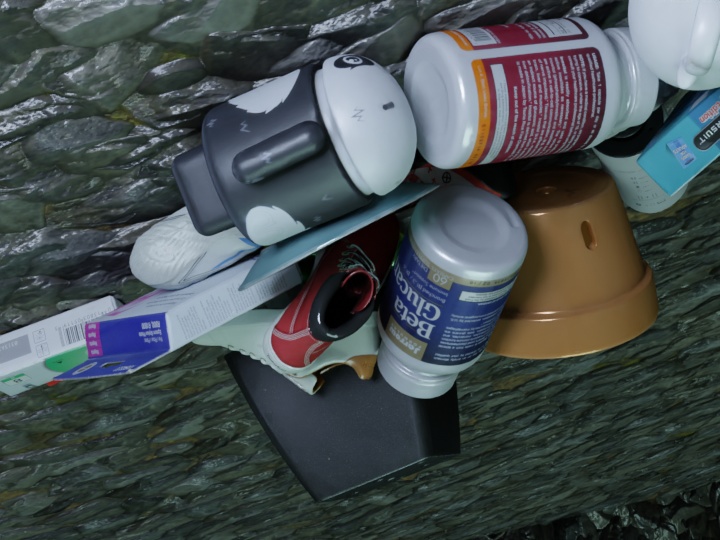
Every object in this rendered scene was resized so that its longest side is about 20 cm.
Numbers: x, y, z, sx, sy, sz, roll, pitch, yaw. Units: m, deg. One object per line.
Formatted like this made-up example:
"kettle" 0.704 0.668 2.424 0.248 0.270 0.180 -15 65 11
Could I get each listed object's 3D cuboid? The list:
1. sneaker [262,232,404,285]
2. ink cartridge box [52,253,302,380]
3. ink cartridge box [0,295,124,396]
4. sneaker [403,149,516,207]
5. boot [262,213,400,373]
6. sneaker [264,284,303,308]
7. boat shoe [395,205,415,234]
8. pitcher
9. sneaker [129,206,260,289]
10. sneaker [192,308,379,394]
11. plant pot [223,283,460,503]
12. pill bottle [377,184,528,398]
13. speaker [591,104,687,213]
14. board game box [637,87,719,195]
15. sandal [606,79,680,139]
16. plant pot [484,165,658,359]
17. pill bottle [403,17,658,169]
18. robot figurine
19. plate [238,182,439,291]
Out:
"sneaker" -0.021 -0.005 1.692 0.199 0.084 0.074 11 146 -37
"ink cartridge box" -0.182 0.042 1.606 0.199 0.044 0.196 -27 -171 -31
"ink cartridge box" -0.300 0.096 1.815 0.160 0.050 0.200 -20 159 7
"sneaker" 0.052 -0.088 1.592 0.108 0.068 0.200 -30 155 34
"boot" 0.000 0.000 1.563 0.201 0.072 0.144 -56 -170 -31
"sneaker" -0.033 0.011 1.801 0.099 0.078 0.199 -35 165 26
"boat shoe" 0.095 -0.036 1.770 0.198 0.070 0.071 -17 165 1
"pitcher" 0.268 -0.202 1.316 0.120 0.173 0.200 18 160 7
"sneaker" -0.121 -0.041 1.571 0.198 0.072 0.072 -23 179 13
"sneaker" -0.080 0.080 1.668 0.198 0.086 0.073 0 178 14
"plant pot" 0.004 0.137 1.780 0.199 0.179 0.199 -24 169 14
"pill bottle" 0.078 0.026 1.583 0.110 0.112 0.201 -9 140 -25
"speaker" 0.276 -0.121 1.681 0.081 0.082 0.200 -22 161 12
"board game box" 0.347 -0.169 1.494 0.200 0.047 0.151 -44 -178 39
"sandal" 0.267 -0.185 1.544 0.202 0.050 0.082 -38 161 11
"plant pot" 0.190 -0.017 1.674 0.198 0.141 0.200 -8 -161 3
"pill bottle" 0.146 -0.152 1.419 0.198 0.114 0.113 -9 160 -23
"robot figurine" -0.052 -0.099 1.380 0.198 0.151 0.125 -22 131 14
"plate" -0.023 -0.037 1.474 0.199 0.026 0.200 -28 -178 1
